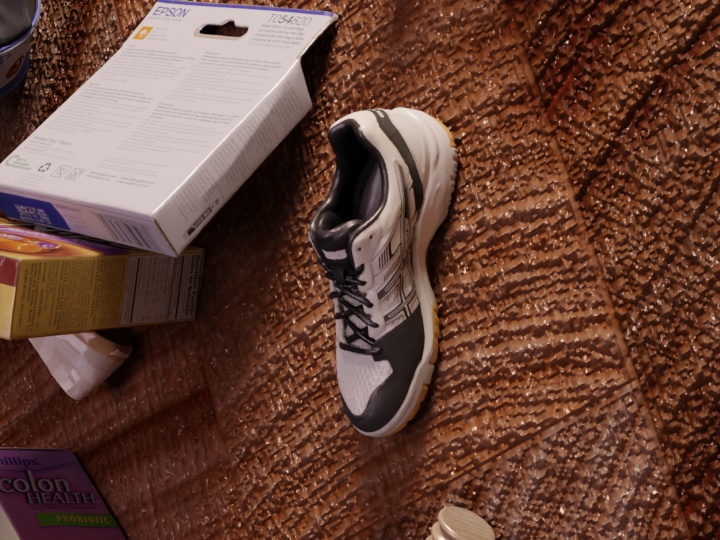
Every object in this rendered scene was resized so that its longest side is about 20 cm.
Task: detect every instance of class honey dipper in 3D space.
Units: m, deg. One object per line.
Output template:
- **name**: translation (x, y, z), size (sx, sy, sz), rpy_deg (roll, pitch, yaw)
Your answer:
- **honey dipper**: translation (0.024, 0.232, 1.135), size (0.038, 0.038, 0.201), rpy_deg (44, 119, 38)

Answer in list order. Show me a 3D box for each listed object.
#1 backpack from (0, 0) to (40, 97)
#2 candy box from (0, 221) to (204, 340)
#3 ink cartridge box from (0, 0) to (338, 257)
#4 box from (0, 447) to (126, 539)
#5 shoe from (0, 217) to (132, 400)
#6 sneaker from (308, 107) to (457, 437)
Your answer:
- **backpack**: translation (-0.342, -0.208, 1.447), size (0.191, 0.199, 0.155), rpy_deg (56, 153, 25)
- **candy box**: translation (-0.208, 0.003, 1.257), size (0.116, 0.199, 0.057), rpy_deg (12, 97, 29)
- **ink cartridge box**: translation (-0.129, -0.102, 1.273), size (0.199, 0.041, 0.200), rpy_deg (13, 54, 46)
- **box**: translation (-0.238, 0.259, 1.345), size (0.200, 0.096, 0.177), rpy_deg (50, 119, 35)
- **shoe**: translation (-0.244, 0.022, 1.396), size (0.200, 0.070, 0.054), rpy_deg (42, 105, 37)
- **sneaker**: translation (0.000, 0.000, 1.147), size (0.075, 0.087, 0.203), rpy_deg (4, 90, 43)
